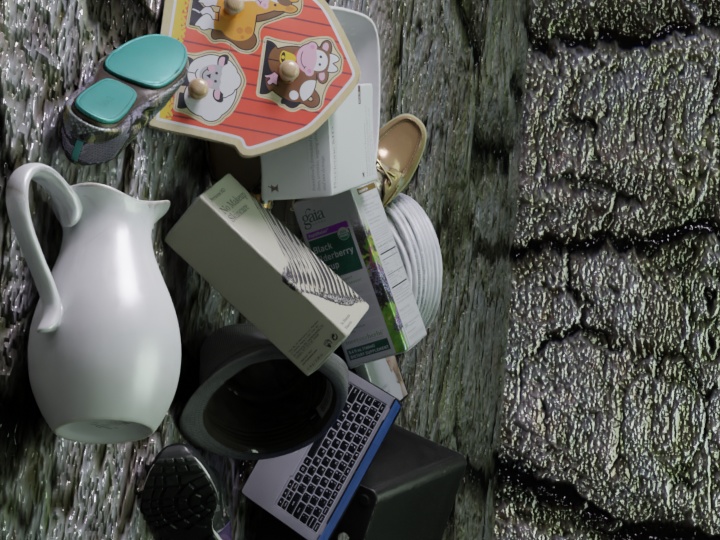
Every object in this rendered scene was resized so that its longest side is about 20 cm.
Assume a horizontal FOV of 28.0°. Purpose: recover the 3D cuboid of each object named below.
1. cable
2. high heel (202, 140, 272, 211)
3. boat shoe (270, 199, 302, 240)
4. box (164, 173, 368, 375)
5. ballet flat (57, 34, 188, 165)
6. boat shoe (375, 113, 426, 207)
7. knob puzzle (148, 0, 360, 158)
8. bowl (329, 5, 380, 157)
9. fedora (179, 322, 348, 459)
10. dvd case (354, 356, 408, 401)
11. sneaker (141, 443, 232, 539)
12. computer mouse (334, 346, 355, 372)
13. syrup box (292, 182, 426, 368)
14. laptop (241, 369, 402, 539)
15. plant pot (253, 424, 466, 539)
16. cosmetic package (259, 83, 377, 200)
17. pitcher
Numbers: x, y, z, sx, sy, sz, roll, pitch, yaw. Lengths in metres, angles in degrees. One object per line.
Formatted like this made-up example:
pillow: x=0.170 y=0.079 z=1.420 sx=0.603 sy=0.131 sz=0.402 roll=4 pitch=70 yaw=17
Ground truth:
cable: x=0.031 y=-0.003 z=1.882 sx=0.069 sy=0.199 sz=0.202 roll=-6 pitch=90 yaw=-33
high heel: x=-0.138 y=-0.129 z=1.455 sx=0.143 sy=0.071 sz=0.202 roll=24 pitch=57 yaw=-78
boat shoe: x=-0.075 y=-0.078 z=1.738 sx=0.202 sy=0.060 sz=0.073 roll=-51 pitch=141 yaw=-66
box: x=-0.092 y=0.003 z=1.433 sx=0.068 sy=0.200 sz=0.082 roll=-45 pitch=-177 yaw=28
ballet flat: x=-0.207 y=-0.143 z=1.239 sx=0.201 sy=0.071 sz=0.073 roll=-61 pitch=150 yaw=-59
boat shoe: x=0.015 y=-0.107 z=1.786 sx=0.201 sy=0.074 sz=0.066 roll=-55 pitch=-177 yaw=1
knob puzzle: x=-0.094 y=-0.207 z=1.386 sx=0.030 sy=0.217 sz=0.222 roll=145 pitch=-48 yaw=-73
bowl: x=-0.056 y=-0.206 z=1.685 sx=0.199 sy=0.074 sz=0.202 roll=-7 pitch=99 yaw=-56
fedora: x=-0.108 y=0.115 z=1.529 sx=0.199 sy=0.177 sz=0.091 roll=23 pitch=30 yaw=-42
dvd case: x=0.007 y=0.073 z=1.768 sx=0.143 sy=0.017 sz=0.202 roll=-21 pitch=93 yaw=-74
sneaker: x=-0.172 y=0.223 z=1.444 sx=0.201 sy=0.075 sz=0.088 roll=83 pitch=3 yaw=-45
computer mouse: x=-0.025 y=0.118 z=1.774 sx=0.200 sy=0.052 sz=0.140 roll=5 pitch=100 yaw=-76
syrup box: x=0.000 y=0.000 z=1.661 sx=0.081 sy=0.078 sz=0.202 roll=-31 pitch=103 yaw=-65
laptop: x=-0.047 y=0.199 z=1.580 sx=0.188 sy=0.199 sz=0.116 roll=-60 pitch=146 yaw=-2
plant pot: x=-0.017 y=0.290 z=1.733 sx=0.177 sy=0.199 sz=0.201 roll=-4 pitch=114 yaw=-65
cosmetic package: x=-0.044 y=-0.139 z=1.520 sx=0.200 sy=0.080 sz=0.114 roll=-39 pitch=127 yaw=-74
pitcher: x=-0.218 y=0.025 z=1.140 sx=0.171 sy=0.120 sz=0.202 roll=25 pitch=56 yaw=-52
